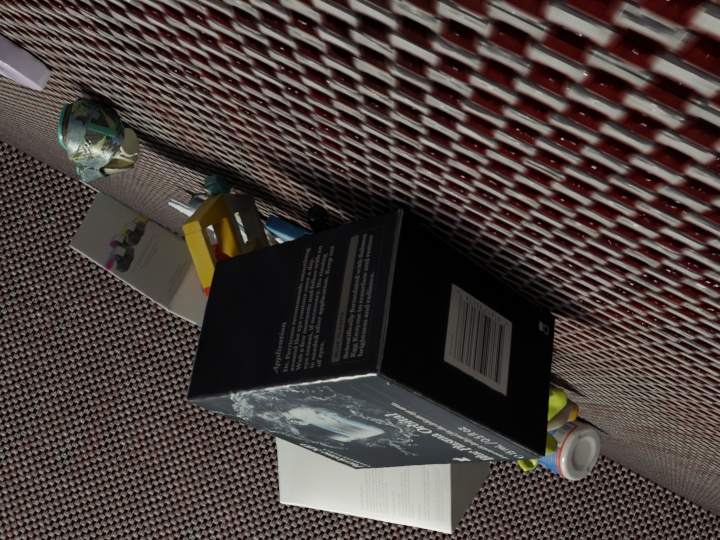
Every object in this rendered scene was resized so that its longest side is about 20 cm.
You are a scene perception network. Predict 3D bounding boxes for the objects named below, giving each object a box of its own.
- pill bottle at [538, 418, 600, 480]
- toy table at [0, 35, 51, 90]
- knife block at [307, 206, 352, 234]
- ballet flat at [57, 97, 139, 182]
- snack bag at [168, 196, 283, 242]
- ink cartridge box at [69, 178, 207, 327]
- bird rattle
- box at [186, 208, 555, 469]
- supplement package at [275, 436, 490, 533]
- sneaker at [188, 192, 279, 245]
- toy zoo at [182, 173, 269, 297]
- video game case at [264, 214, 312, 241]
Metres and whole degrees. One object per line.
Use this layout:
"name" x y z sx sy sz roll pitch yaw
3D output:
"pill bottle" 0.364 0.323 1.867 0.112 0.114 0.199 31 175 -38
"toy table" -0.385 -0.172 0.824 0.197 0.119 0.184 26 175 4
"knife block" -0.022 -0.005 0.900 0.063 0.177 0.200 32 -145 11
"ballet flat" -0.251 -0.121 0.937 0.073 0.075 0.200 28 178 -9
"snack bag" -0.162 -0.049 1.399 0.197 0.022 0.188 22 174 27
"ink cartridge box" -0.216 -0.013 0.985 0.198 0.069 0.115 28 175 32
"bird rattle" 0.208 0.185 1.309 0.161 0.115 0.199 -4 -164 -37
"box" 0.011 0.065 0.712 0.198 0.120 0.195 -13 148 42
"supplement package" 0.028 0.166 1.028 0.196 0.155 0.150 4 -166 23
"sneaker" -0.138 -0.017 1.171 0.199 0.087 0.078 37 175 -7
"toy zoo" -0.116 0.005 0.930 0.020 0.203 0.131 -15 -170 20
"video game case" 0.000 0.000 1.075 0.198 0.018 0.143 26 175 26
